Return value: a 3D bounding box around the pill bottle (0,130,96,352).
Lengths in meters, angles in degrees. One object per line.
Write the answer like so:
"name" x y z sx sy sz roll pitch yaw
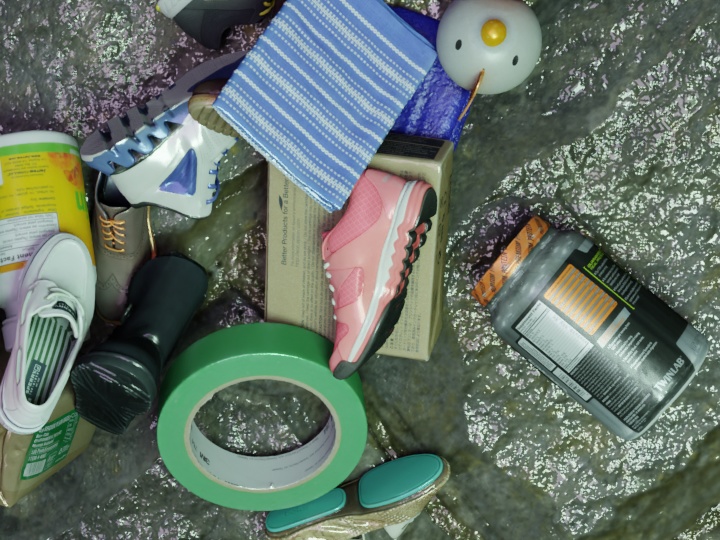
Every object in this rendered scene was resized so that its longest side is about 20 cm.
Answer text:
"pill bottle" -0.317 -0.026 1.424 0.111 0.111 0.201 -11 83 13

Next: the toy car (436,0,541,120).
"toy car" 0.120 -0.229 1.283 0.183 0.177 0.201 13 91 -1

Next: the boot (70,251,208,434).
"boot" -0.200 0.052 1.360 0.076 0.200 0.169 26 67 -5

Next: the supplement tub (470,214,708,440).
"supplement tub" 0.206 0.048 1.334 0.200 0.123 0.123 41 102 6

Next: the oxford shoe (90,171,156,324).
"oxford shoe" -0.242 -0.043 1.442 0.071 0.073 0.201 7 98 11

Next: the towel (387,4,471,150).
"towel" 0.009 -0.182 1.387 0.199 0.050 0.148 22 101 9

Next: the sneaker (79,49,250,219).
"sneaker" -0.152 -0.118 1.384 0.199 0.081 0.115 -28 122 2

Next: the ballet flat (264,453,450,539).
"ballet flat" 0.004 0.237 1.436 0.199 0.071 0.065 -20 119 16

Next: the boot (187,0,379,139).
"boot" -0.069 -0.205 1.310 0.199 0.072 0.167 -1 76 -29

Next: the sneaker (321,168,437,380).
"sneaker" 0.000 0.000 1.310 0.087 0.074 0.201 25 110 14

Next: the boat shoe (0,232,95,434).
"boat shoe" -0.272 0.049 1.313 0.073 0.067 0.201 19 59 -25

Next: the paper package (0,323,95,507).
"paper package" -0.366 0.127 1.423 0.190 0.200 0.104 18 101 9

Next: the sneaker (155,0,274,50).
"sneaker" -0.101 -0.284 1.382 0.200 0.075 0.085 -30 114 31

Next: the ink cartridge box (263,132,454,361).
"ink cartridge box" -0.002 -0.028 1.369 0.164 0.075 0.201 9 115 12

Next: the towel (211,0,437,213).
"towel" -0.025 -0.166 1.269 0.145 0.024 0.200 41 60 -16

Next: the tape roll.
"tape roll" -0.094 0.142 1.393 0.199 0.048 0.201 -3 127 -4
